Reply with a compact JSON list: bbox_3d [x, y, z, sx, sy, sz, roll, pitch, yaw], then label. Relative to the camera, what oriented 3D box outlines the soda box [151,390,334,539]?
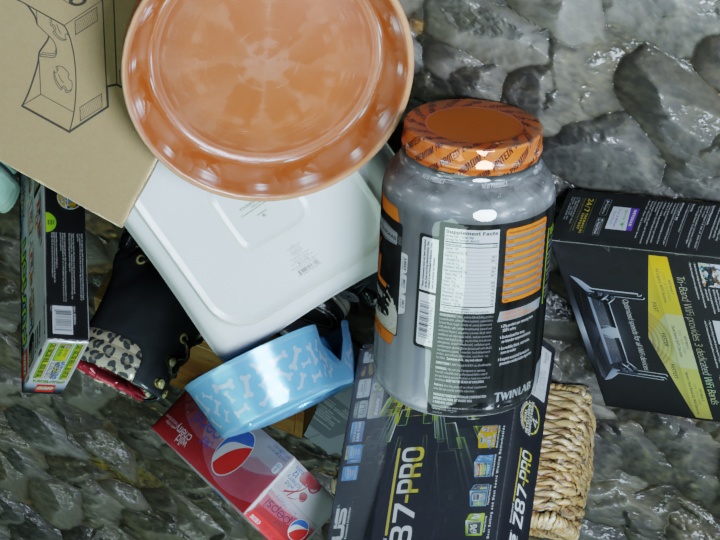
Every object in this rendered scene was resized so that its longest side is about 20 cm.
[{"bbox_3d":[-0.098,0.161,1.653,0.070,0.063,0.200,48,171,-31],"label":"soda box"}]

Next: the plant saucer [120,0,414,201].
[{"bbox_3d":[-0.063,-0.141,1.350,0.198,0.032,0.202,-3,121,-5],"label":"plant saucer"}]

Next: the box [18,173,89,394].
[{"bbox_3d":[-0.248,-0.014,1.602,0.034,0.202,0.110,4,154,-19],"label":"box"}]

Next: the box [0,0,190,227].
[{"bbox_3d":[-0.190,-0.156,1.380,0.163,0.201,0.021,28,-171,-6],"label":"box"}]

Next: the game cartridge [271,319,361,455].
[{"bbox_3d":[-0.049,0.090,1.753,0.200,0.041,0.133,40,149,-20],"label":"game cartridge"}]

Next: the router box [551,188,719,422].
[{"bbox_3d":[0.237,0.031,1.445,0.156,0.052,0.201,7,143,27],"label":"router box"}]

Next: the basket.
[{"bbox_3d":[0.086,0.179,1.642,0.198,0.150,0.143,8,137,12],"label":"basket"}]

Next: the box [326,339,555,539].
[{"bbox_3d":[0.059,0.148,1.503,0.160,0.201,0.049,-8,151,39],"label":"box"}]

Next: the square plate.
[{"bbox_3d":[-0.072,-0.052,1.434,0.199,0.028,0.199,-31,109,11],"label":"square plate"}]

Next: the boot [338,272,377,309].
[{"bbox_3d":[0.000,0.000,1.568,0.199,0.066,0.165,23,176,-21],"label":"boot"}]

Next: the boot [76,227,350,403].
[{"bbox_3d":[-0.125,0.046,1.626,0.202,0.155,0.074,23,158,6],"label":"boot"}]

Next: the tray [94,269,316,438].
[{"bbox_3d":[-0.134,0.074,1.727,0.199,0.037,0.099,22,147,10],"label":"tray"}]

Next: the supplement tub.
[{"bbox_3d":[0.072,-0.010,1.389,0.122,0.123,0.201,13,117,20],"label":"supplement tub"}]

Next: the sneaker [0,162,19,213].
[{"bbox_3d":[-0.315,-0.092,1.591,0.118,0.074,0.200,40,-178,-18],"label":"sneaker"}]

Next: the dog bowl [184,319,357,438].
[{"bbox_3d":[-0.062,0.086,1.548,0.111,0.200,0.050,-27,84,13],"label":"dog bowl"}]
